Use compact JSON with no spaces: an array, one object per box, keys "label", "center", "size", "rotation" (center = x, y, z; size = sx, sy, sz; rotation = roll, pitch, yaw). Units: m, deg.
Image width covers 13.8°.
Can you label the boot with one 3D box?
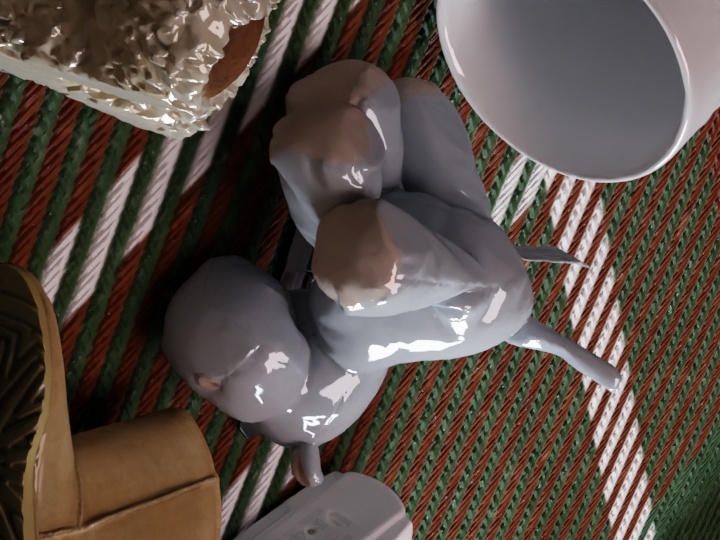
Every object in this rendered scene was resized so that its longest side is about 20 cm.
[{"label":"boot","center":[-0.128,0.081,1.358],"size":[0.200,0.066,0.176],"rotation":[-5,101,-67]}]

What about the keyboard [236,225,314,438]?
[{"label":"keyboard","center":[0.000,0.000,1.546],"size":[0.104,0.040,0.200],"rotation":[-24,140,-48]}]

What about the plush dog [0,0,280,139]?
[{"label":"plush dog","center":[-0.096,-0.155,1.122],"size":[0.200,0.160,0.172],"rotation":[155,-46,-86]}]

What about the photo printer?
[{"label":"photo printer","center":[-0.050,0.230,1.685],"size":[0.166,0.069,0.200],"rotation":[-34,146,-40]}]

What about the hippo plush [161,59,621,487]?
[{"label":"hippo plush","center":[-0.010,0.004,1.452],"size":[0.161,0.160,0.200],"rotation":[-36,139,28]}]

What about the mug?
[{"label":"mug","center":[0.133,-0.143,1.525],"size":[0.175,0.148,0.200],"rotation":[-46,-176,-38]}]
